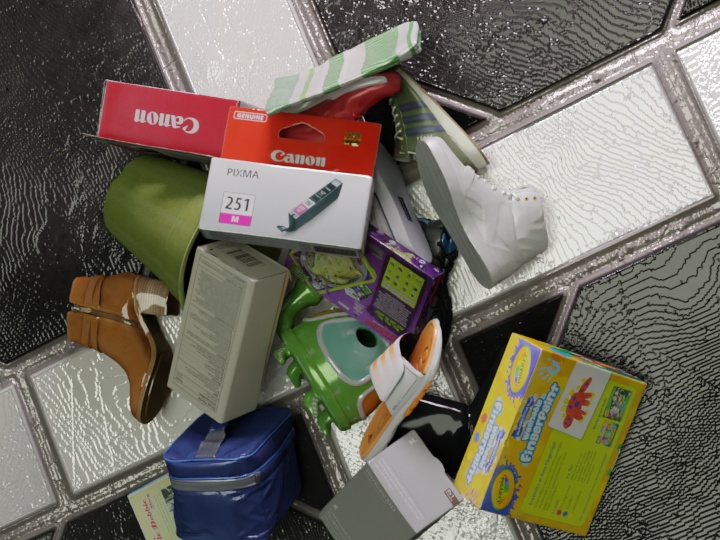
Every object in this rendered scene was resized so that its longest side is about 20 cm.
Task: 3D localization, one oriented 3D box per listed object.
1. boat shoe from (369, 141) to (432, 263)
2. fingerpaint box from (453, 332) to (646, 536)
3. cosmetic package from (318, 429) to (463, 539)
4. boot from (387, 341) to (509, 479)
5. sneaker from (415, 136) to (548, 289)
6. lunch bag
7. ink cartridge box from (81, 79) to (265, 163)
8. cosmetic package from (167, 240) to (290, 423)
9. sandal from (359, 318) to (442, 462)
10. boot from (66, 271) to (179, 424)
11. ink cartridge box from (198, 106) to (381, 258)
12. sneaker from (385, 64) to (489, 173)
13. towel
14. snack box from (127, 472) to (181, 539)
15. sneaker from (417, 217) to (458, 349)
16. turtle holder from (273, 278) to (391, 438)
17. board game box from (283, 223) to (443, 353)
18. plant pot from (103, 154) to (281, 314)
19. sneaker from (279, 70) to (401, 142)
[{"bbox_3d":[0.027,-0.077,1.633,0.065,0.072,0.202,-33,67,24],"label":"boat shoe"},{"bbox_3d":[0.224,0.196,1.549,0.165,0.073,0.202,17,96,-27],"label":"fingerpaint box"},{"bbox_3d":[0.034,0.289,1.593,0.090,0.200,0.107,-30,74,-29],"label":"cosmetic package"},{"bbox_3d":[0.122,0.173,1.625,0.161,0.073,0.201,9,99,13],"label":"boot"},{"bbox_3d":[0.155,-0.092,1.606,0.115,0.074,0.201,-30,97,-17],"label":"sneaker"},{"bbox_3d":[-0.157,0.244,1.658,0.134,0.200,0.134,-2,107,16],"label":"lunch bag"},{"bbox_3d":[-0.234,-0.189,1.696,0.198,0.175,0.085,10,92,17],"label":"ink cartridge box"},{"bbox_3d":[-0.166,0.074,1.621,0.103,0.073,0.202,30,118,29],"label":"cosmetic package"},{"bbox_3d":[0.032,0.144,1.556,0.059,0.079,0.208,23,114,-16],"label":"sandal"},{"bbox_3d":[-0.334,0.102,1.773,0.153,0.077,0.203,4,88,16],"label":"boot"},{"bbox_3d":[-0.081,-0.114,1.560,0.198,0.044,0.176,7,75,6],"label":"ink cartridge box"},{"bbox_3d":[0.067,-0.180,1.654,0.090,0.067,0.200,-43,80,7],"label":"sneaker"},{"bbox_3d":[-0.019,-0.250,1.598,0.198,0.153,0.024,-20,109,9],"label":"towel"},{"bbox_3d":[-0.223,0.368,1.754,0.115,0.037,0.202,-28,81,15],"label":"snack box"},{"bbox_3d":[0.072,0.033,1.657,0.081,0.073,0.202,6,84,31],"label":"sneaker"},{"bbox_3d":[-0.033,0.108,1.660,0.131,0.141,0.186,-33,47,-4],"label":"turtle holder"},{"bbox_3d":[0.000,0.000,1.596,0.199,0.032,0.121,34,123,20],"label":"board game box"},{"bbox_3d":[-0.230,-0.060,1.704,0.189,0.199,0.202,29,98,29],"label":"plant pot"},{"bbox_3d":[-0.026,-0.172,1.641,0.198,0.078,0.117,-18,90,25],"label":"sneaker"}]
